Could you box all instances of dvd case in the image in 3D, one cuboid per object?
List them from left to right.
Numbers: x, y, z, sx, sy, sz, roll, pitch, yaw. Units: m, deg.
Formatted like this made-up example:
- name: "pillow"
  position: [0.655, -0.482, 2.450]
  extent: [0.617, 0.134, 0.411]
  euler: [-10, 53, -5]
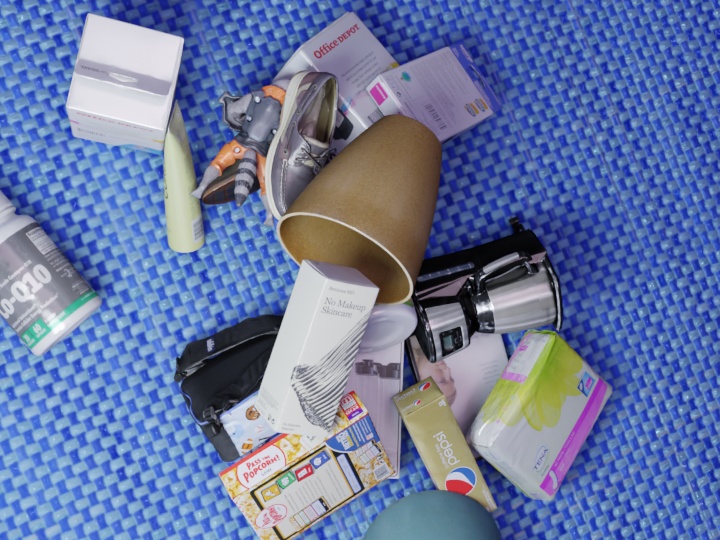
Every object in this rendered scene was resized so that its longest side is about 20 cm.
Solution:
- name: "dvd case"
  position: [0.153, 0.172, 1.672]
  extent: [0.142, 0.018, 0.201]
  euler: [-15, 88, -14]

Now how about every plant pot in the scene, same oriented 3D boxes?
- name: "plant pot"
  position: [0.021, -0.090, 1.464]
  extent: [0.186, 0.186, 0.201]
  euler: [32, 64, -7]
- name: "plant pot"
  position: [0.105, 0.413, 1.542]
  extent: [0.198, 0.135, 0.202]
  euler: [-3, 110, -7]

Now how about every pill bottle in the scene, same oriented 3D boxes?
- name: "pill bottle"
  position: [-0.440, 0.001, 1.512]
  extent: [0.113, 0.113, 0.200]
  euler: [-41, 94, -13]
- name: "pill bottle"
  position: [0.000, 0.000, 1.582]
  extent: [0.110, 0.111, 0.201]
  euler: [-9, 60, -13]

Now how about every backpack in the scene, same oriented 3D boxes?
- name: "backpack"
  position: [-0.125, 0.155, 1.529]
  extent: [0.190, 0.200, 0.154]
  euler: [-38, 120, -5]

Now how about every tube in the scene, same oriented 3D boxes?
- name: "tube"
  position: [-0.239, -0.119, 1.541]
  extent: [0.052, 0.058, 0.201]
  euler: [-27, 135, -32]

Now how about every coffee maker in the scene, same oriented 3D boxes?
- name: "coffee maker"
  position: [0.161, 0.028, 1.629]
  extent: [0.199, 0.192, 0.136]
  euler: [-14, 110, -4]

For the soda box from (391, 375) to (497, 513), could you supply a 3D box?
- name: "soda box"
  position: [0.115, 0.249, 1.593]
  extent: [0.064, 0.068, 0.201]
  euler: [-28, 113, -4]

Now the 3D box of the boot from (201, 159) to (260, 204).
- name: "boot"
  position: [-0.151, -0.172, 1.624]
  extent: [0.199, 0.075, 0.097]
  euler: [-30, 74, -13]

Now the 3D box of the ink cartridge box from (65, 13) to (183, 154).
- name: "ink cartridge box"
  position: [-0.304, -0.240, 1.519]
  extent: [0.128, 0.200, 0.126]
  euler: [12, 82, -11]

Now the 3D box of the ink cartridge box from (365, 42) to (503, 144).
- name: "ink cartridge box"
  position: [0.107, -0.239, 1.617]
  extent: [0.200, 0.042, 0.120]
  euler: [-31, 86, -43]

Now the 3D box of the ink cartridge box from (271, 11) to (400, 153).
- name: "ink cartridge box"
  position: [-0.002, -0.238, 1.616]
  extent: [0.200, 0.083, 0.146]
  euler: [48, 46, -4]

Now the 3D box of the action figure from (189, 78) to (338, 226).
- name: "action figure"
  position: [-0.110, -0.160, 1.535]
  extent: [0.199, 0.105, 0.195]
  euler: [19, 83, -2]

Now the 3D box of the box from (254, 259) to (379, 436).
- name: "box"
  position: [-0.054, 0.094, 1.401]
  extent: [0.082, 0.068, 0.201]
  euler: [9, 107, -32]

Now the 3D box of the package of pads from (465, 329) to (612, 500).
- name: "package of pads"
  position: [0.250, 0.200, 1.636]
  extent: [0.154, 0.068, 0.201]
  euler: [42, 71, -27]

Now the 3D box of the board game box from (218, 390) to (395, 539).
- name: "board game box"
  position: [-0.064, 0.261, 1.497]
  extent: [0.199, 0.152, 0.046]
  euler: [-31, 48, -9]

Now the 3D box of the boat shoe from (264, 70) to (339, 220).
- name: "boat shoe"
  position: [-0.070, -0.160, 1.488]
  extent: [0.072, 0.065, 0.201]
  euler: [17, 81, -36]

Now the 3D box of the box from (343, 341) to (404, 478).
- name: "box"
  position: [-0.004, 0.184, 1.615]
  extent: [0.116, 0.060, 0.202]
  euler: [5, 84, -12]
